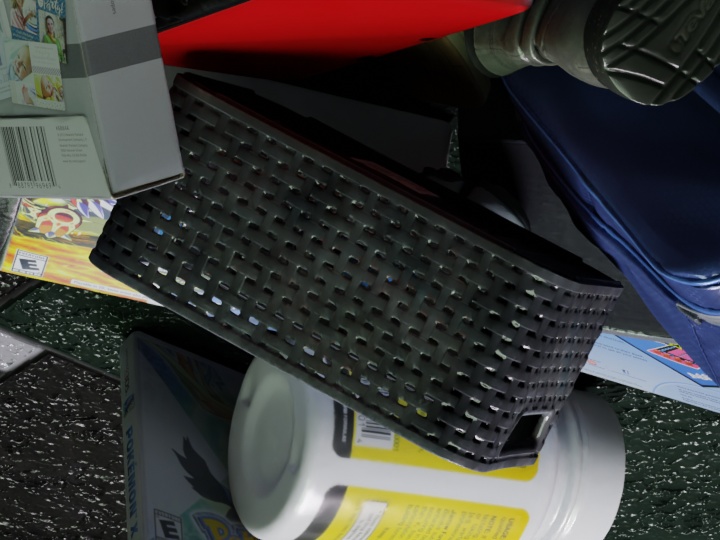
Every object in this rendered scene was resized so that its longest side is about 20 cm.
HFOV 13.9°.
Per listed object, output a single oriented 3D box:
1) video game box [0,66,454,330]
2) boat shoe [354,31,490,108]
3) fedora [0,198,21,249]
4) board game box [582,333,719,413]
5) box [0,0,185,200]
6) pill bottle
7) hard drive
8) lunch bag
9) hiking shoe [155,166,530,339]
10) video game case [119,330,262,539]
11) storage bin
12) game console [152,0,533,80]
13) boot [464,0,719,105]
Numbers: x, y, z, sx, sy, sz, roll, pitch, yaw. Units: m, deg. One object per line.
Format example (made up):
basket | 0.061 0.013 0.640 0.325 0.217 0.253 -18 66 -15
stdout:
video game box | -0.072 -0.036 1.498 0.200 0.047 0.182 12 148 -9
boat shoe | 0.011 -0.139 1.275 0.073 0.063 0.200 11 156 31
fedora | -0.176 -0.088 1.353 0.092 0.201 0.201 -15 163 -31
board game box | 0.146 0.034 1.528 0.200 0.019 0.103 16 158 28
box | -0.148 -0.130 1.177 0.041 0.200 0.156 -20 -166 -38
pill bottle | 0.038 0.103 1.628 0.200 0.114 0.114 9 152 -25
hard drive | 0.143 -0.023 1.411 0.200 0.042 0.135 8 130 17
lunch bag | 0.158 -0.049 1.256 0.136 0.200 0.132 -39 140 0
hiking shoe | -0.022 -0.007 1.398 0.200 0.087 0.074 4 147 20
video game case | -0.044 0.135 1.659 0.200 0.182 0.022 23 126 -26
storage bin | 0.000 0.000 1.289 0.200 0.094 0.135 29 -173 15
game console | -0.054 -0.149 1.210 0.200 0.119 0.172 -12 106 56
boot | 0.139 -0.143 1.208 0.068 0.200 0.131 60 164 -23
